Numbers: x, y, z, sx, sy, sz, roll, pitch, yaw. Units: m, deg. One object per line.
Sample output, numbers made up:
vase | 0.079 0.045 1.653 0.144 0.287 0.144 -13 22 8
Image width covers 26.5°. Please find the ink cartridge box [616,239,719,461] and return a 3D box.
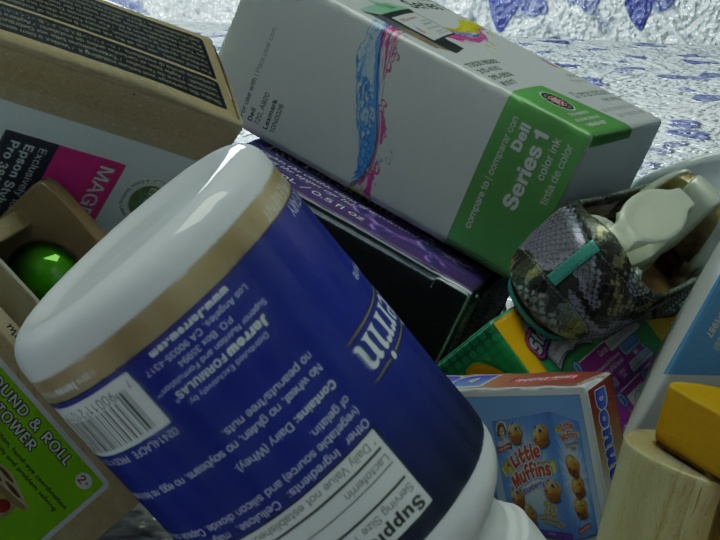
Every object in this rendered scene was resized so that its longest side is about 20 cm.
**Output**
ink cartridge box | 0.225 0.063 0.633 0.198 0.130 0.125 29 27 9

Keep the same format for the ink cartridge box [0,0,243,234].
ink cartridge box | -0.174 -0.037 0.732 0.163 0.201 0.076 15 33 -34

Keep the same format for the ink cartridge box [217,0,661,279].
ink cartridge box | 0.039 -0.084 0.803 0.199 0.085 0.144 30 19 18

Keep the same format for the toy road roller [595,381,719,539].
toy road roller | 0.183 0.129 0.530 0.144 0.125 0.200 10 10 -30

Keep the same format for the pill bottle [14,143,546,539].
pill bottle | -0.021 0.064 0.559 0.115 0.201 0.116 -37 14 11

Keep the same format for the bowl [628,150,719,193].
bowl | 0.215 0.018 0.893 0.198 0.202 0.091 -8 61 -4

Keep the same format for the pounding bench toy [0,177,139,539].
pounding bench toy | -0.175 0.028 0.648 0.124 0.200 0.156 -40 5 17

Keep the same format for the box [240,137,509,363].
box | 0.000 0.000 0.827 0.147 0.105 0.200 28 19 9

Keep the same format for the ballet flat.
ballet flat | 0.140 -0.013 0.728 0.071 0.073 0.200 10 14 29

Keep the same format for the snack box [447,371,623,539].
snack box | 0.025 0.084 0.665 0.198 0.073 0.024 -5 9 41

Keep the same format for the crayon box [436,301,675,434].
crayon box | 0.115 0.061 0.741 0.058 0.119 0.199 -39 -7 30

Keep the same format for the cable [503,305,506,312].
cable | -0.001 0.029 0.992 0.162 0.052 0.199 -12 21 -39
